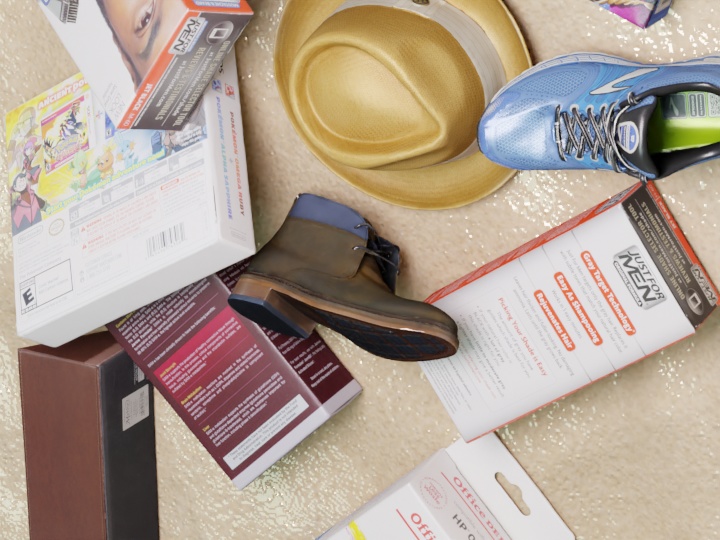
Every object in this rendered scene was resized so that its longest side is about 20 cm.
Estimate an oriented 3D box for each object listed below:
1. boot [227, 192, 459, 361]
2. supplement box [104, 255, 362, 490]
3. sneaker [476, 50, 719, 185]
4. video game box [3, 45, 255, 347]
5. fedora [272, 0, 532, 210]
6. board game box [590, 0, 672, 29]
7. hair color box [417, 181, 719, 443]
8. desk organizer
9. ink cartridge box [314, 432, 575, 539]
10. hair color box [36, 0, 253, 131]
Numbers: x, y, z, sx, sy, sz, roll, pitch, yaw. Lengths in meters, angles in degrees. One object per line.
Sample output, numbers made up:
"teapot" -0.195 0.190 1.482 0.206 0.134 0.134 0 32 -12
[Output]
"boot" 0.000 0.000 1.678 0.200 0.097 0.075 12 159 41
"supplement box" -0.106 0.047 1.796 0.109 0.061 0.200 -40 89 32
"sneaker" 0.166 -0.098 1.565 0.199 0.089 0.079 -7 104 21
"video game box" -0.167 -0.063 1.740 0.200 0.047 0.183 -24 63 33
"fedora" 0.018 -0.121 1.651 0.200 0.082 0.201 10 114 24
"board game box" 0.136 -0.285 1.548 0.199 0.043 0.200 30 120 17
"hair color box" 0.132 0.029 1.663 0.200 0.061 0.102 -28 95 34
"desk organizer" -0.207 0.145 1.883 0.077 0.072 0.201 11 114 27
"ink cartridge box" 0.044 0.212 1.777 0.200 0.068 0.115 -39 89 33
"hair color box" -0.165 -0.204 1.683 0.200 0.064 0.111 55 127 29
